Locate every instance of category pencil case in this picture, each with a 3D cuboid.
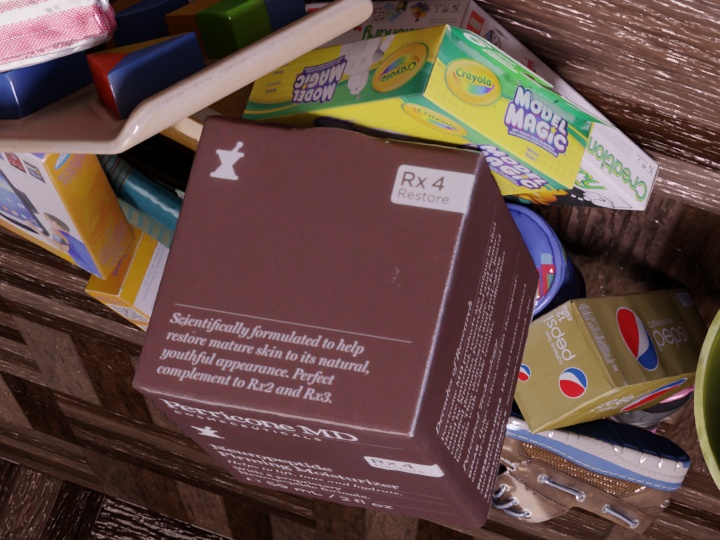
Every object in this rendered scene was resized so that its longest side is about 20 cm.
[{"bbox_3d":[0.099,0.008,1.530,0.087,0.078,0.200,-18,169,7],"label":"pencil case"}]

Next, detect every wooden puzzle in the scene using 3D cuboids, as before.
[{"bbox_3d":[-0.120,-0.113,1.254,0.200,0.185,0.046,-2,113,48],"label":"wooden puzzle"}]

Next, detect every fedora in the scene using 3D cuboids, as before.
[{"bbox_3d":[-0.101,-0.101,1.469,0.200,0.082,0.201,26,170,5],"label":"fedora"}]

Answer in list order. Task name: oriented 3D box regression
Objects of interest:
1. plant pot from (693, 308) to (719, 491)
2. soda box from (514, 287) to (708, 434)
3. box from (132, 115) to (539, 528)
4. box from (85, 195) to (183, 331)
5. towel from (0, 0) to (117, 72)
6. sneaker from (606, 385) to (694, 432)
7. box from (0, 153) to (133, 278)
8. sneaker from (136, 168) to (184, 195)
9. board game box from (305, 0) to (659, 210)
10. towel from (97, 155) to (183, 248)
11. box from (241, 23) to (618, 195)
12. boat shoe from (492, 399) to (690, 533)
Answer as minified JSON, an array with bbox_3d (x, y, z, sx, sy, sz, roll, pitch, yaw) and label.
[{"bbox_3d":[0.298,0.083,1.437,0.200,0.201,0.193,19,176,5],"label":"plant pot"},{"bbox_3d":[0.163,0.056,1.521,0.068,0.064,0.200,-31,167,26],"label":"soda box"},{"bbox_3d":[-0.006,0.032,1.331,0.165,0.165,0.200,9,163,18],"label":"box"},{"bbox_3d":[-0.117,0.004,1.779,0.041,0.119,0.200,9,161,35],"label":"box"},{"bbox_3d":[-0.220,-0.188,1.180,0.146,0.030,0.200,-11,120,16],"label":"towel"},{"bbox_3d":[0.166,0.060,1.739,0.200,0.079,0.095,27,141,-26],"label":"sneaker"},{"bbox_3d":[-0.215,-0.072,1.432,0.119,0.042,0.200,27,164,17],"label":"box"},{"bbox_3d":[-0.181,-0.075,1.663,0.118,0.074,0.200,31,160,-15],"label":"sneaker"},{"bbox_3d":[0.069,-0.095,1.364,0.126,0.035,0.200,4,158,44],"label":"board game box"},{"bbox_3d":[-0.177,-0.071,1.526,0.200,0.022,0.147,34,170,-5],"label":"towel"},{"bbox_3d":[0.038,-0.083,1.295,0.117,0.049,0.200,30,159,-31],"label":"box"},{"bbox_3d":[0.116,0.126,1.525,0.199,0.073,0.072,18,-167,-15],"label":"boat shoe"}]
